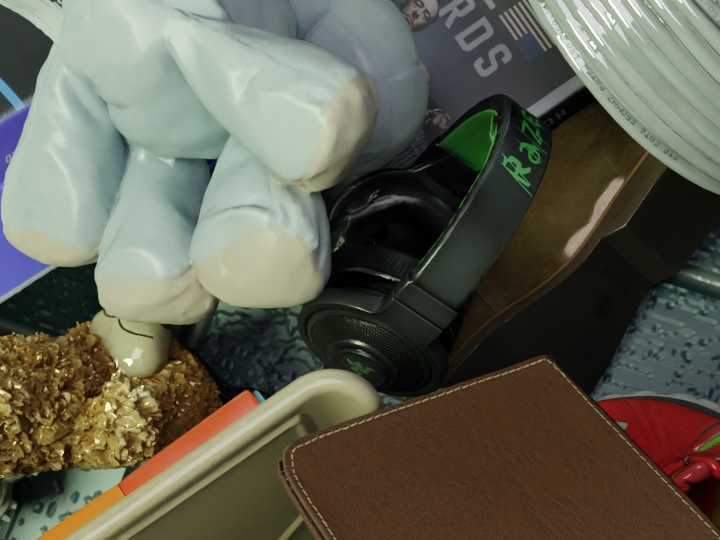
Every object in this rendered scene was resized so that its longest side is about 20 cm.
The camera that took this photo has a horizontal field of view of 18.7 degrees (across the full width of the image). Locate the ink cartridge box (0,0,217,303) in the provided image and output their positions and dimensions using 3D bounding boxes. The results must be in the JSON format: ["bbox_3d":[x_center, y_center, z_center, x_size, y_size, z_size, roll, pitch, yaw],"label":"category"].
[{"bbox_3d":[-0.160,-0.100,0.971,0.198,0.043,0.200,-36,70,-31],"label":"ink cartridge box"}]

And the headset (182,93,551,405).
[{"bbox_3d":[0.000,0.000,0.933,0.094,0.124,0.200,34,120,-12],"label":"headset"}]

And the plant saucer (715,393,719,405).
[{"bbox_3d":[0.242,0.099,0.932,0.200,0.050,0.200,-2,73,6],"label":"plant saucer"}]

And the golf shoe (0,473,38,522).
[{"bbox_3d":[-0.220,0.121,0.944,0.097,0.078,0.200,35,70,-16],"label":"golf shoe"}]

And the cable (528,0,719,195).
[{"bbox_3d":[0.142,-0.122,0.939,0.069,0.200,0.200,-42,85,27],"label":"cable"}]

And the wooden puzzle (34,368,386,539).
[{"bbox_3d":[-0.075,0.111,0.890,0.200,0.185,0.037,-30,69,-3],"label":"wooden puzzle"}]

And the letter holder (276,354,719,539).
[{"bbox_3d":[0.063,0.144,0.794,0.142,0.101,0.200,-16,46,-33],"label":"letter holder"}]

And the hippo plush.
[{"bbox_3d":[-0.063,-0.076,0.910,0.200,0.161,0.159,44,117,8],"label":"hippo plush"}]

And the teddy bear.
[{"bbox_3d":[-0.142,0.050,0.876,0.200,0.145,0.067,-5,91,-25],"label":"teddy bear"}]

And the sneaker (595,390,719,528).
[{"bbox_3d":[0.140,0.090,0.898,0.200,0.085,0.077,8,87,39],"label":"sneaker"}]

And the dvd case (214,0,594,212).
[{"bbox_3d":[0.015,-0.104,1.013,0.200,0.025,0.150,-35,73,6],"label":"dvd case"}]

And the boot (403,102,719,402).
[{"bbox_3d":[0.078,0.008,0.979,0.200,0.074,0.075,-48,47,-6],"label":"boot"}]
